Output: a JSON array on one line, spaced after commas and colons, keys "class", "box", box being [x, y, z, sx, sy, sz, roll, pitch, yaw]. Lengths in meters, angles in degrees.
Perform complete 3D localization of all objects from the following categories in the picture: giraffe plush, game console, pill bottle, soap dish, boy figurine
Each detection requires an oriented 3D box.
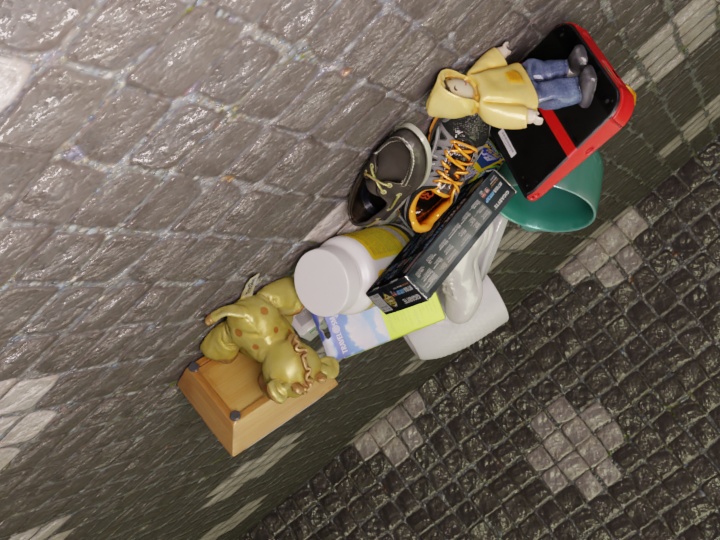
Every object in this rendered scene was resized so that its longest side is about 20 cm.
[{"class": "giraffe plush", "box": [-0.117, 0.112, 1.396, 0.172, 0.163, 0.200, -33, 166, -16]}, {"class": "game console", "box": [0.246, -0.207, 1.259, 0.031, 0.201, 0.177, 24, 123, -36]}, {"class": "pill bottle", "box": [0.000, 0.000, 1.437, 0.114, 0.115, 0.199, -46, 163, 32]}, {"class": "soap dish", "box": [-0.159, 0.166, 1.509, 0.199, 0.157, 0.082, -32, 149, -22]}, {"class": "boy figurine", "box": [0.174, -0.223, 1.179, 0.198, 0.125, 0.065, -7, 151, -7]}]

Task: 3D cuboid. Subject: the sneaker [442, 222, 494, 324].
[{"class": "sneaker", "box": [0.143, 0.000, 1.519, 0.088, 0.075, 0.202, -21, 130, -37]}]

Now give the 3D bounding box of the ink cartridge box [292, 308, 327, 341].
[{"class": "ink cartridge box", "box": [-0.031, 0.060, 1.696, 0.161, 0.050, 0.200, -38, 164, 2]}]

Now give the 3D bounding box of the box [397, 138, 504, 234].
[{"class": "box", "box": [0.132, -0.121, 1.471, 0.064, 0.070, 0.200, -27, 163, -34]}]

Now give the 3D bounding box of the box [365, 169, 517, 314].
[{"class": "box", "box": [0.104, -0.036, 1.322, 0.200, 0.046, 0.159, -50, -172, -20]}]

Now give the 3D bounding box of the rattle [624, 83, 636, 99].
[{"class": "rattle", "box": [0.305, -0.204, 1.364, 0.129, 0.143, 0.201, -24, -144, 29]}]

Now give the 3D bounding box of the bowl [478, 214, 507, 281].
[{"class": "bowl", "box": [0.194, -0.091, 1.611, 0.201, 0.090, 0.203, 22, 90, -81]}]

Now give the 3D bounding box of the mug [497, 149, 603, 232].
[{"class": "mug", "box": [0.267, -0.138, 1.450, 0.184, 0.151, 0.115, -14, -124, 54]}]

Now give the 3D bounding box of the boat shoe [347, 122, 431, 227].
[{"class": "boat shoe", "box": [0.033, -0.113, 1.244, 0.060, 0.072, 0.201, -35, 169, -25]}]

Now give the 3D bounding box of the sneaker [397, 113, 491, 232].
[{"class": "sneaker", "box": [0.114, -0.133, 1.284, 0.078, 0.078, 0.201, 18, 122, -18]}]

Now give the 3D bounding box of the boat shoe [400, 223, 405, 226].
[{"class": "boat shoe", "box": [0.105, -0.047, 1.644, 0.072, 0.068, 0.199, -46, 163, 32]}]

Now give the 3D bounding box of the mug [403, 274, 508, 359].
[{"class": "mug", "box": [0.150, 0.071, 1.815, 0.175, 0.148, 0.200, -33, -162, -5]}]

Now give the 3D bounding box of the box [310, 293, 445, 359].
[{"class": "box", "box": [0.023, 0.055, 1.571, 0.198, 0.123, 0.048, -21, -177, 3]}]
